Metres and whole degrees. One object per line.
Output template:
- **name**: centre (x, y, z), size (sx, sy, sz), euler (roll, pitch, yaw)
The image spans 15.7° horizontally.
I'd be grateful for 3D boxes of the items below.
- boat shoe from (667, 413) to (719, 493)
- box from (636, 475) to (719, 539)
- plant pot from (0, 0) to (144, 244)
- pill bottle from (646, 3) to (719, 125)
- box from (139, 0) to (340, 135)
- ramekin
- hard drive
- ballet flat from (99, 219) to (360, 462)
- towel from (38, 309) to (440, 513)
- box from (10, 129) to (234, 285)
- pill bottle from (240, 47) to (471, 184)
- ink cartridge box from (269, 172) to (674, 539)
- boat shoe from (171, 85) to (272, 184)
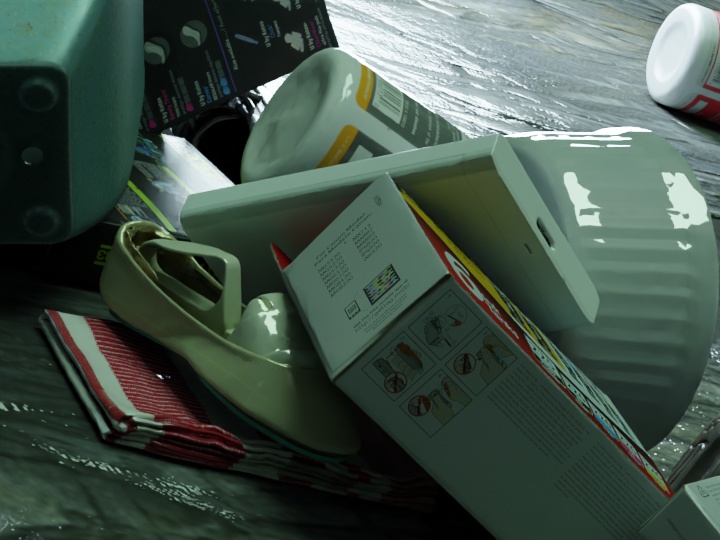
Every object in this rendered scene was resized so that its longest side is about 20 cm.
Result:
- **boat shoe**: centre (0.211, 0.145, 1.462), size (0.067, 0.072, 0.200), euler (37, 22, -3)
- **box**: centre (0.243, 0.188, 1.312), size (0.200, 0.041, 0.156), euler (53, 26, 18)
- **plant pot**: centre (-0.214, -0.117, 1.441), size (0.194, 0.197, 0.201), euler (-1, 38, -6)
- **pill bottle**: centre (0.417, -0.205, 2.800), size (0.199, 0.113, 0.112), euler (18, 17, -21)
- **box**: centre (-0.134, -0.172, 1.756), size (0.199, 0.107, 0.122), euler (-26, 32, -11)
- **ramekin**: centre (0.116, 0.011, 1.546), size (0.097, 0.202, 0.200), euler (3, 24, -30)
- **hard drive**: centre (0.015, -0.006, 1.434), size (0.132, 0.199, 0.026), euler (56, 38, -35)
- **ballet flat**: centre (-0.068, 0.030, 1.381), size (0.199, 0.070, 0.069), euler (32, 18, 36)
- **towel**: centre (-0.065, 0.071, 1.406), size (0.199, 0.023, 0.144), euler (15, 17, -28)
- **box**: centre (-0.151, -0.043, 1.610), size (0.192, 0.048, 0.200), euler (14, 18, -38)
- **pill bottle**: centre (0.029, -0.047, 1.698), size (0.199, 0.117, 0.116), euler (34, 11, -22)
- **ink cartridge box**: centre (0.057, 0.053, 1.374), size (0.200, 0.084, 0.176), euler (45, 8, -27)
- **boat shoe**: centre (-0.095, -0.093, 1.797), size (0.068, 0.074, 0.200), euler (29, 19, -38)
